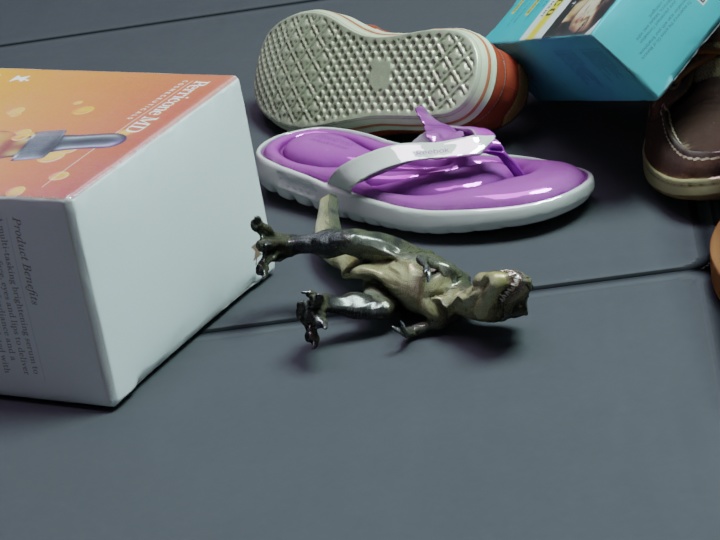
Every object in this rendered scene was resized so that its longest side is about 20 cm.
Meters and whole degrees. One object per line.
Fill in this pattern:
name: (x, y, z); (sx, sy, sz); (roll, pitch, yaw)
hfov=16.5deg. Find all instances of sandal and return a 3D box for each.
sandal: (0.024, -0.058, 1.279); (0.202, 0.050, 0.082); (7, 29, 35)

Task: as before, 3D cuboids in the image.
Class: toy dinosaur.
toy dinosaur: (0.000, 0.000, 1.168); (0.088, 0.048, 0.200); (-7, 18, -30)

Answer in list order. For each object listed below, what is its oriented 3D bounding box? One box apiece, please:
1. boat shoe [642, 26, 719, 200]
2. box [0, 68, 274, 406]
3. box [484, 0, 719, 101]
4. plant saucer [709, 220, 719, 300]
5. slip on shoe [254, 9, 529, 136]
boat shoe: (0.178, -0.097, 1.276); (0.072, 0.072, 0.200); (-6, 24, 10)
box: (-0.169, -0.022, 1.209); (0.199, 0.107, 0.152); (4, 27, 30)
box: (0.130, -0.134, 1.300); (0.082, 0.049, 0.200); (-50, 12, -6)
plant saucer: (0.257, -0.019, 1.121); (0.200, 0.032, 0.200); (-9, 23, 4)
slip on shoe: (0.013, -0.104, 1.387); (0.061, 0.074, 0.200); (16, -6, -44)
